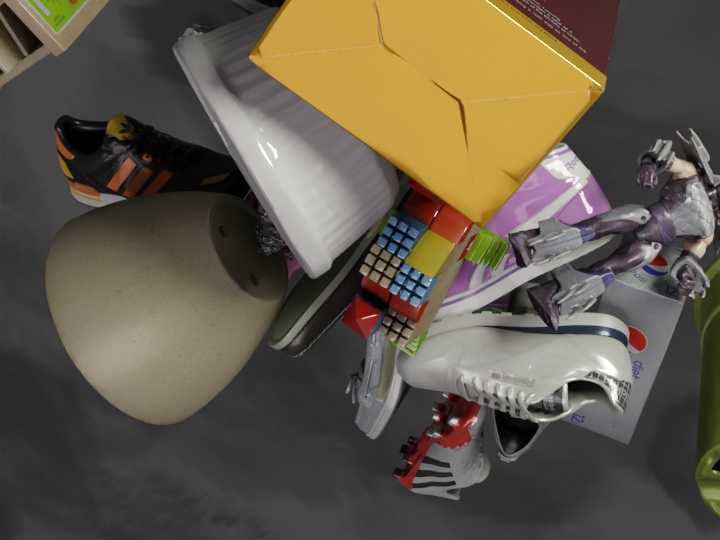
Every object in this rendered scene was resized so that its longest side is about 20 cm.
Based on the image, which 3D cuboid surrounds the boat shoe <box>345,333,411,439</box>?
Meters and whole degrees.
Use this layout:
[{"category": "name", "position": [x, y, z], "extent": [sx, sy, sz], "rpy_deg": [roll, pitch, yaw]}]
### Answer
[{"category": "boat shoe", "position": [0.024, 0.075, 1.396], "extent": [0.065, 0.075, 0.203], "rpy_deg": [25, 135, 11]}]

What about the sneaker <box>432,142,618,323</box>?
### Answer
[{"category": "sneaker", "position": [0.106, -0.039, 1.251], "extent": [0.200, 0.073, 0.115], "rpy_deg": [-30, 100, 22]}]

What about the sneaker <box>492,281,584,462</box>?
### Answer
[{"category": "sneaker", "position": [0.156, 0.094, 1.334], "extent": [0.074, 0.082, 0.201], "rpy_deg": [13, 137, 15]}]

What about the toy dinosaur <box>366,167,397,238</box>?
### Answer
[{"category": "toy dinosaur", "position": [0.024, -0.135, 1.217], "extent": [0.101, 0.058, 0.201], "rpy_deg": [-8, 104, 34]}]

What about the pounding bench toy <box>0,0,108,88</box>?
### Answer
[{"category": "pounding bench toy", "position": [-0.324, -0.261, 1.233], "extent": [0.156, 0.124, 0.200], "rpy_deg": [-21, 120, 42]}]

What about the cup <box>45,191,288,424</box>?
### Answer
[{"category": "cup", "position": [-0.147, 0.011, 1.278], "extent": [0.143, 0.201, 0.200], "rpy_deg": [-30, 115, 28]}]

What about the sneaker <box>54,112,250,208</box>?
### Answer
[{"category": "sneaker", "position": [-0.196, -0.101, 1.368], "extent": [0.199, 0.070, 0.090], "rpy_deg": [6, 138, 26]}]

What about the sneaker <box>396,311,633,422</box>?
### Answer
[{"category": "sneaker", "position": [0.125, 0.085, 1.242], "extent": [0.199, 0.081, 0.076], "rpy_deg": [-5, 149, 16]}]

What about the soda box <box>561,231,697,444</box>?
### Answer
[{"category": "soda box", "position": [0.233, 0.061, 1.304], "extent": [0.068, 0.064, 0.201], "rpy_deg": [19, 138, 11]}]

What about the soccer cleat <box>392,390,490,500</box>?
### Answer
[{"category": "soccer cleat", "position": [0.100, 0.175, 1.498], "extent": [0.085, 0.069, 0.200], "rpy_deg": [23, 143, -7]}]

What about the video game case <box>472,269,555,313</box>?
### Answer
[{"category": "video game case", "position": [0.089, 0.023, 1.377], "extent": [0.199, 0.023, 0.183], "rpy_deg": [3, 133, 25]}]

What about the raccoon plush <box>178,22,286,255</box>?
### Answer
[{"category": "raccoon plush", "position": [-0.093, -0.101, 1.261], "extent": [0.199, 0.134, 0.097], "rpy_deg": [28, 141, -1]}]

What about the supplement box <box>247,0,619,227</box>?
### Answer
[{"category": "supplement box", "position": [0.060, -0.175, 1.032], "extent": [0.197, 0.200, 0.133], "rpy_deg": [35, 122, -8]}]

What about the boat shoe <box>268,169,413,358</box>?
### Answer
[{"category": "boat shoe", "position": [0.000, 0.000, 1.272], "extent": [0.061, 0.202, 0.072], "rpy_deg": [43, 163, -21]}]

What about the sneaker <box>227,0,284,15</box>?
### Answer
[{"category": "sneaker", "position": [-0.085, -0.264, 1.141], "extent": [0.199, 0.070, 0.109], "rpy_deg": [26, 141, 7]}]

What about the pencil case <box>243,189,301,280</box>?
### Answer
[{"category": "pencil case", "position": [-0.102, -0.003, 1.409], "extent": [0.086, 0.083, 0.200], "rpy_deg": [27, 139, -8]}]

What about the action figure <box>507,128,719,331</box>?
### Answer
[{"category": "action figure", "position": [0.220, -0.029, 1.164], "extent": [0.199, 0.069, 0.131], "rpy_deg": [-25, 101, -3]}]

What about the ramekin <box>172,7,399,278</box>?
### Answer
[{"category": "ramekin", "position": [-0.050, -0.103, 1.116], "extent": [0.094, 0.202, 0.203], "rpy_deg": [-32, 122, -3]}]

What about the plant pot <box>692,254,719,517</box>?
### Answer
[{"category": "plant pot", "position": [0.347, 0.107, 1.193], "extent": [0.199, 0.190, 0.201], "rpy_deg": [15, 138, 14]}]

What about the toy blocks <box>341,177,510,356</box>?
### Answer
[{"category": "toy blocks", "position": [0.048, -0.016, 1.158], "extent": [0.100, 0.137, 0.201], "rpy_deg": [32, 107, 11]}]
